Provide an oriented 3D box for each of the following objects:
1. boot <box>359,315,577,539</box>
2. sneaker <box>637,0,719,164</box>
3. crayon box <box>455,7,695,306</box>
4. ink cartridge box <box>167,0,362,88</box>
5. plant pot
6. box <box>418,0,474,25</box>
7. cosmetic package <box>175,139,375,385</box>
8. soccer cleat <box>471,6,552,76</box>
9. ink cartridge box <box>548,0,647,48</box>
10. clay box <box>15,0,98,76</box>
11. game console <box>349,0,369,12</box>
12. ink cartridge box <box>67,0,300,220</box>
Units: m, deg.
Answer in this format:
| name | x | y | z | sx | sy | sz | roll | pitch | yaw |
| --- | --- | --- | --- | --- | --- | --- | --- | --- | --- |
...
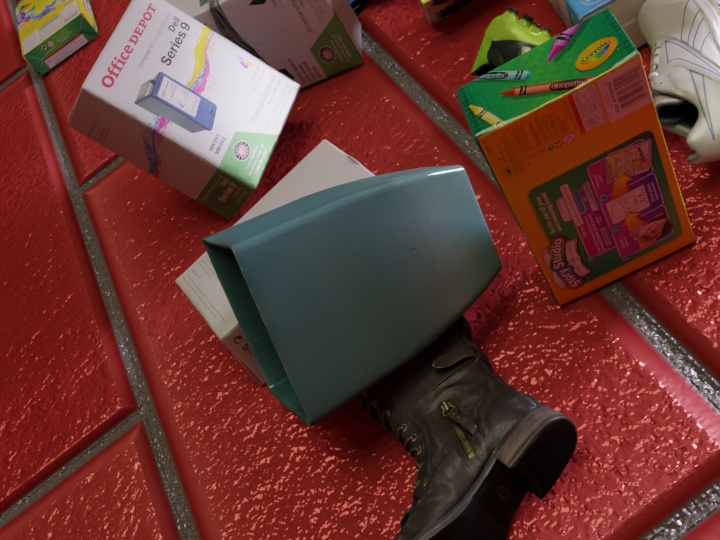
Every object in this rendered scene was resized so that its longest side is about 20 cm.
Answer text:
| name | x | y | z | sx | sy | sz | roll | pitch | yaw |
| --- | --- | --- | --- | --- | --- | --- | --- | --- | --- |
| boot | 0.048 | 0.133 | 0.708 | 0.199 | 0.070 | 0.174 | -42 | 38 | -10 |
| sneaker | 0.269 | -0.164 | 0.786 | 0.085 | 0.075 | 0.202 | -18 | 44 | 2 |
| crayon box | 0.161 | -0.072 | 0.697 | 0.117 | 0.201 | 0.059 | -26 | 45 | 11 |
| ink cartridge box | -0.115 | -0.273 | 1.087 | 0.197 | 0.147 | 0.086 | -20 | 46 | 19 |
| plant pot | 0.000 | 0.000 | 0.763 | 0.197 | 0.144 | 0.141 | -27 | 12 | -15 |
| box | 0.146 | -0.341 | 1.016 | 0.198 | 0.075 | 0.051 | -30 | 81 | 10 |
| cosmetic package | -0.059 | -0.012 | 0.880 | 0.199 | 0.081 | 0.113 | -42 | 44 | -6 |
| soccer cleat | 0.181 | -0.164 | 0.868 | 0.200 | 0.067 | 0.082 | 44 | 115 | 37 |
| ink cartridge box | 0.236 | -0.299 | 0.934 | 0.114 | 0.068 | 0.202 | -27 | 44 | 10 |
| clay box | -0.477 | -0.395 | 1.498 | 0.114 | 0.048 | 0.201 | -33 | 42 | 5 |
| game console | -0.013 | -0.432 | 1.178 | 0.199 | 0.173 | 0.119 | -40 | 17 | -4 |
| ink cartridge box | -0.181 | -0.172 | 0.998 | 0.087 | 0.198 | 0.147 | -39 | 26 | 57 |
